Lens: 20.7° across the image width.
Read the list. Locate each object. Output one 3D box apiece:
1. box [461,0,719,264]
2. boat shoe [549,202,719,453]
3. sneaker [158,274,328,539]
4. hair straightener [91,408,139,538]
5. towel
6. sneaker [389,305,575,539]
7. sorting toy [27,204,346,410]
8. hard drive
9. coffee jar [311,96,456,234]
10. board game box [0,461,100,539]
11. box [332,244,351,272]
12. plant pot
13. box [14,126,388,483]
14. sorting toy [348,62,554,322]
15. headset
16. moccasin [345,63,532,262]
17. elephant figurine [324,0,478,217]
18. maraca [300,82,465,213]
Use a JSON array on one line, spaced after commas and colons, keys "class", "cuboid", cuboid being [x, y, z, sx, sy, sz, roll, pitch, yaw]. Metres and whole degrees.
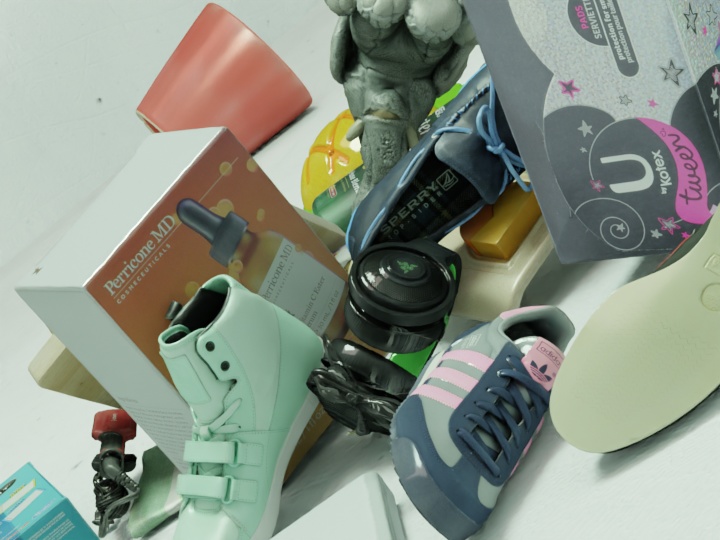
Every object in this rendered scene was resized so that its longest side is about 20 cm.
[{"class": "box", "cuboid": [0.161, -0.118, 1.152, 0.132, 0.201, 0.115, -5, 30, 35]}, {"class": "boat shoe", "cuboid": [0.177, 0.018, 0.998, 0.202, 0.074, 0.063, -48, -26, -3]}, {"class": "sneaker", "cuboid": [-0.099, 0.101, 1.206, 0.074, 0.118, 0.201, -6, 53, 44]}, {"class": "hair straightener", "cuboid": [-0.179, 0.157, 1.465, 0.041, 0.077, 0.200, 0, 6, -11]}, {"class": "towel", "cuboid": [-0.084, 0.109, 1.450, 0.200, 0.023, 0.153, -35, 13, 8]}, {"class": "sneaker", "cuboid": [0.070, 0.071, 1.060, 0.082, 0.070, 0.200, -36, 13, 22]}, {"class": "sorting toy", "cuboid": [-0.138, 0.009, 1.487, 0.200, 0.070, 0.199, -50, -33, 11]}, {"class": "hard drive", "cuboid": [-0.032, 0.182, 1.039, 0.132, 0.026, 0.200, -36, 13, 4]}, {"class": "coffee jar", "cuboid": [0.061, -0.075, 1.587, 0.200, 0.085, 0.104, -35, 12, 4]}, {"class": "board game box", "cuboid": [-0.288, 0.225, 1.523, 0.151, 0.047, 0.200, -39, 12, -12]}, {"class": "box", "cuboid": [0.000, 0.000, 1.499, 0.199, 0.042, 0.039, -28, 15, -14]}, {"class": "plant pot", "cuboid": [-0.191, -0.227, 2.635, 0.177, 0.200, 0.200, -48, 14, -6]}, {"class": "box", "cuboid": [-0.100, 0.028, 1.317, 0.152, 0.200, 0.106, -51, 26, -23]}, {"class": "sorting toy", "cuboid": [0.089, -0.062, 1.344, 0.185, 0.036, 0.201, 9, 63, 54]}, {"class": "headset", "cuboid": [0.023, 0.052, 1.200, 0.200, 0.094, 0.124, -22, -45, -66]}, {"class": "moccasin", "cuboid": [0.074, -0.064, 1.270, 0.200, 0.080, 0.068, -49, 13, 15]}, {"class": "elephant figurine", "cuboid": [0.025, -0.160, 1.487, 0.155, 0.141, 0.200, -32, -29, -30]}, {"class": "maraca", "cuboid": [0.031, -0.106, 1.728, 0.200, 0.107, 0.137, -34, 20, 9]}]
